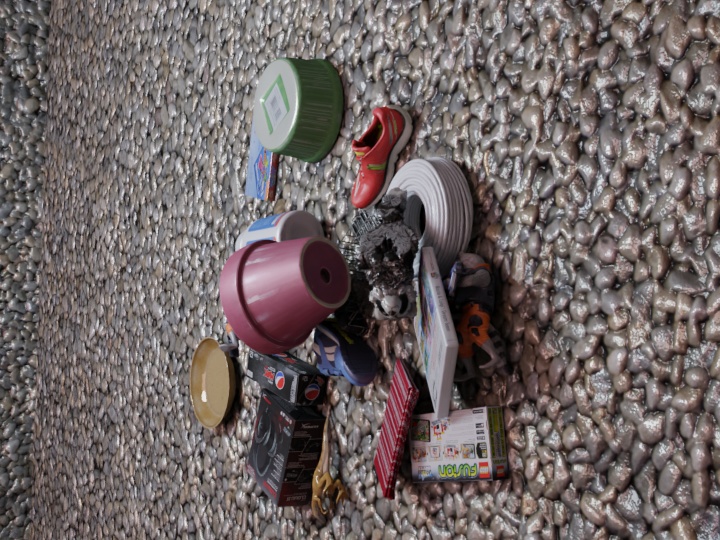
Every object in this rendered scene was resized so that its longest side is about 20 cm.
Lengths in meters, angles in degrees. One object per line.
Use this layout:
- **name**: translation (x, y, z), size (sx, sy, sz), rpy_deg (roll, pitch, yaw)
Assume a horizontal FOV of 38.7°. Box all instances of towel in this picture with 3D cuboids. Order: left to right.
- **towel**: translation (0.058, 0.264, 1.718), size (0.145, 0.022, 0.204), rpy_deg (-115, 36, -74)

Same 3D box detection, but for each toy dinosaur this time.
- **toy dinosaur**: translation (-0.069, 0.381, 1.905), size (0.106, 0.059, 0.204), rpy_deg (24, 108, 54)

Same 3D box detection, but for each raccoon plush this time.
- **raccoon plush**: translation (0.064, -0.015, 1.613), size (0.095, 0.201, 0.135), rpy_deg (8, 137, 24)

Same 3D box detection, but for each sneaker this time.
- **sneaker**: translation (-0.030, 0.161, 1.853), size (0.200, 0.073, 0.084), rpy_deg (49, 126, 55)
- **sneaker**: translation (0.016, -0.200, 1.788), size (0.077, 0.084, 0.203), rpy_deg (51, 128, 44)

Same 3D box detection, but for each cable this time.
- **cable**: translation (0.102, -0.082, 1.665), size (0.199, 0.068, 0.204), rpy_deg (-28, 65, 55)

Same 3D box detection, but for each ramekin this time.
- **ramekin**: translation (-0.126, -0.315, 1.987), size (0.199, 0.096, 0.205), rpy_deg (-4, 85, 55)

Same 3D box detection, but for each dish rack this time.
- **dish rack**: translation (0.000, 0.000, 1.832), size (0.201, 0.054, 0.155), rpy_deg (-55, 48, 36)

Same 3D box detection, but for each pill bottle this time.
- **pill bottle**: translation (-0.165, -0.052, 2.020), size (0.199, 0.111, 0.115), rpy_deg (-6, 83, 55)

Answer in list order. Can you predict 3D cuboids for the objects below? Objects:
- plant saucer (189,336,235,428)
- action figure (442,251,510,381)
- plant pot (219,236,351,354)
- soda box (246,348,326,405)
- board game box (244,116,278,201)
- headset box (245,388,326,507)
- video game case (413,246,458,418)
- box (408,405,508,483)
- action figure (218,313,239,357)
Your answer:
- **plant saucer**: translation (-0.326, 0.251, 2.302), size (0.199, 0.035, 0.205), rpy_deg (-6, 83, 55)
- **action figure**: translation (0.171, 0.069, 1.577), size (0.200, 0.102, 0.197), rpy_deg (107, 163, -73)
- **plant pot**: translation (-0.120, 0.028, 1.809), size (0.177, 0.198, 0.204), rpy_deg (-23, 69, 39)
- **soda box**: translation (-0.147, 0.205, 2.014), size (0.199, 0.070, 0.065), rpy_deg (21, 104, 53)
- **board game box**: translation (-0.203, -0.253, 2.165), size (0.102, 0.019, 0.204), rpy_deg (18, 103, 56)
- **headset box**: translation (-0.149, 0.352, 2.005), size (0.148, 0.076, 0.204), rpy_deg (33, 114, 53)
- **video game case**: translation (0.114, 0.097, 1.579), size (0.202, 0.023, 0.184), rpy_deg (91, 170, -52)
- **box**: translation (0.149, 0.276, 1.616), size (0.199, 0.034, 0.112), rpy_deg (-17, 75, 54)
- **action figure**: translation (-0.232, 0.094, 2.073), size (0.194, 0.102, 0.204), rpy_deg (-71, -20, -67)
